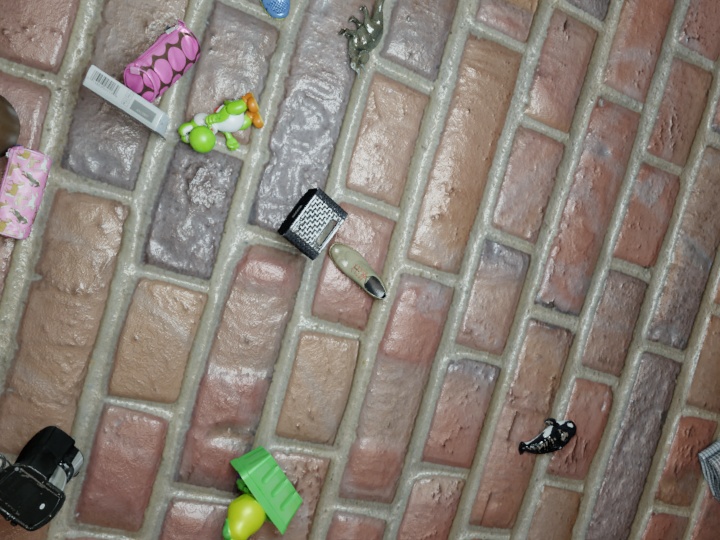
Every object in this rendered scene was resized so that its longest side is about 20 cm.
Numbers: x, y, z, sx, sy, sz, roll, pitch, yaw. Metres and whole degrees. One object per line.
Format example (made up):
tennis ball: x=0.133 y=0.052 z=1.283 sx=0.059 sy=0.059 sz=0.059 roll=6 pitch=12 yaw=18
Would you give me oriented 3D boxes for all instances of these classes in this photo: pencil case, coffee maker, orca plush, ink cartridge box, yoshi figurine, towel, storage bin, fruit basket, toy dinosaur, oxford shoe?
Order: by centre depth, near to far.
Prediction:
ink cartridge box: x=-0.492 y=-0.355 z=1.139 sx=0.160 sy=0.200 sz=0.058 roll=32 pitch=93 yaw=-15
pencil case: x=-0.437 y=-0.461 z=1.158 sx=0.089 sy=0.094 sz=0.203 roll=22 pitch=55 yaw=0
pencil case: x=-0.750 y=-0.170 z=1.158 sx=0.084 sy=0.083 sz=0.205 roll=16 pitch=93 yaw=-16
coffee maker: x=-0.724 y=0.436 z=1.174 sx=0.132 sy=0.200 sz=0.197 roll=-22 pitch=104 yaw=-13
yoshi figurine: x=-0.325 y=-0.334 z=1.237 sx=0.196 sy=0.112 sz=0.115 roll=-23 pitch=108 yaw=-7
storage bin: x=-0.120 y=-0.115 z=1.264 sx=0.093 sy=0.200 sz=0.136 roll=39 pitch=87 yaw=-15
toy dinosaur: x=0.011 y=-0.589 z=1.320 sx=0.102 sy=0.077 sz=0.202 roll=37 pitch=82 yaw=-27
fruit basket: x=-0.270 y=0.585 z=1.329 sx=0.210 sy=0.155 sz=0.223 roll=1 pitch=88 yaw=-27
oxford shoe: x=0.000 y=0.000 z=1.373 sx=0.199 sy=0.075 sz=0.071 roll=40 pitch=87 yaw=-15
orca plush: x=0.574 y=0.509 z=1.581 sx=0.194 sy=0.071 sz=0.109 roll=-4 pitch=98 yaw=-14
towel: x=1.243 y=0.670 z=1.764 sx=0.163 sy=0.085 sz=0.204 roll=-29 pitch=103 yaw=-8

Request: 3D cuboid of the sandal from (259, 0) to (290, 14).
sandal: x=-0.206 y=-0.700 z=1.235 sx=0.077 sy=0.087 sz=0.206 roll=-12 pitch=101 yaw=-14

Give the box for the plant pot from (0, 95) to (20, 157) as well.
plant pot: x=-0.807 y=-0.308 z=1.068 sx=0.194 sy=0.198 sz=0.207 roll=-1 pitch=96 yaw=-13
